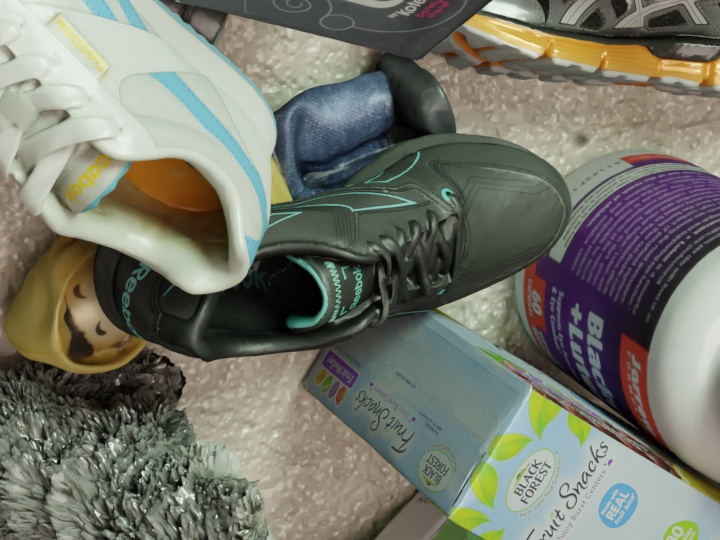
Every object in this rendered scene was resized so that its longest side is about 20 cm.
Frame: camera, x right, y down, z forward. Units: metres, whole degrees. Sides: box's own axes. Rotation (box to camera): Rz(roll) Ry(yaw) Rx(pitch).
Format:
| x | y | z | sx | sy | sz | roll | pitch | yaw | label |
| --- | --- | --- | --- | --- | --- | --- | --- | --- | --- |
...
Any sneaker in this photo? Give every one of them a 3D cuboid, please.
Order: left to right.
| x | y | z | sx | sy | sz | roll | pitch | yaw | label |
| --- | --- | --- | --- | --- | --- | --- | --- | --- | --- |
| -0.107 | -0.067 | 0.814 | 0.200 | 0.081 | 0.077 | 33 | 123 | -28 | sneaker |
| 0.000 | 0.000 | 0.918 | 0.200 | 0.079 | 0.075 | -14 | 114 | -21 | sneaker |
| 0.107 | -0.116 | 0.996 | 0.200 | 0.078 | 0.077 | 3 | 93 | -26 | sneaker |

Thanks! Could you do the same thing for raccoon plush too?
| x | y | z | sx | sy | sz | roll | pitch | yaw | label |
| --- | --- | --- | --- | --- | --- | --- | --- | --- | --- |
| -0.130 | 0.095 | 0.934 | 0.200 | 0.134 | 0.097 | -1 | 109 | -21 | raccoon plush |

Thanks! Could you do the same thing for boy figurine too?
| x | y | z | sx | sy | sz | roll | pitch | yaw | label |
| --- | --- | --- | --- | --- | --- | --- | --- | --- | --- |
| -0.056 | -0.024 | 0.965 | 0.200 | 0.064 | 0.124 | -25 | 118 | -15 | boy figurine |

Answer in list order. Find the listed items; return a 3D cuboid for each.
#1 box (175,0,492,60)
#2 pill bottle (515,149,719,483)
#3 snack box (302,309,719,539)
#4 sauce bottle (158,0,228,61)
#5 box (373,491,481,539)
| x | y | z | sx | sy | sz | roll | pitch | yaw | label |
| --- | --- | --- | --- | --- | --- | --- | --- | --- | --- |
| 0.007 | -0.196 | 0.848 | 0.106 | 0.122 | 0.200 | 12 | 67 | -24 | box |
| 0.153 | 0.025 | 0.983 | 0.111 | 0.200 | 0.112 | -6 | 108 | -20 | pill bottle |
| 0.094 | 0.092 | 1.002 | 0.200 | 0.169 | 0.068 | 32 | 92 | -26 | snack box |
| -0.143 | -0.128 | 0.857 | 0.200 | 0.065 | 0.065 | 25 | 98 | -15 | sauce bottle |
| 0.036 | 0.219 | 1.069 | 0.144 | 0.036 | 0.200 | -44 | 121 | -30 | box |
